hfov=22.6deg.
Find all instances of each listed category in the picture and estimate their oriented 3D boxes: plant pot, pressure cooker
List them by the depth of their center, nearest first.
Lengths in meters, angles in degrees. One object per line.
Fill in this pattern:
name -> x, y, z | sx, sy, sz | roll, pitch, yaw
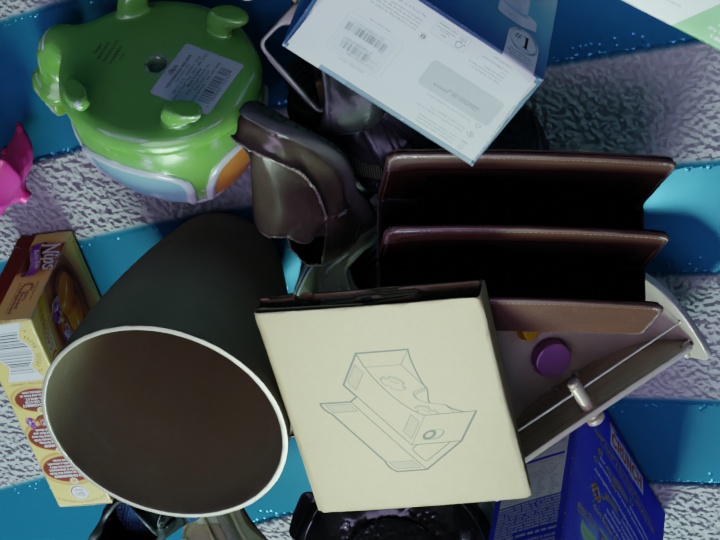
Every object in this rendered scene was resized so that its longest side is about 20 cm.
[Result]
plant pot -> -0.127, 0.051, 1.384 | 0.185, 0.201, 0.189 | 6, 130, 7
pressure cooker -> 0.039, 0.241, 1.501 | 0.177, 0.200, 0.177 | -28, 86, 5

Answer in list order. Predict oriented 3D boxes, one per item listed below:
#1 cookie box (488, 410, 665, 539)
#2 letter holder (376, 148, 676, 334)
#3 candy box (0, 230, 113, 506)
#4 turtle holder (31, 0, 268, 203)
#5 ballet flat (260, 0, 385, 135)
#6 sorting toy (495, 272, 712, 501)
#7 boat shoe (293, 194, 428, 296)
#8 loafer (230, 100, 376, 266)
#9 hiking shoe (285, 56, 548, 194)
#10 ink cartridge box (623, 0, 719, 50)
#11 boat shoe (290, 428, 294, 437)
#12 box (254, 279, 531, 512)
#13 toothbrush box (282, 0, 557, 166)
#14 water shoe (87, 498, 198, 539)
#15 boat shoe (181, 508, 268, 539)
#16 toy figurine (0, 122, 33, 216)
cookie box -> 0.177, 0.219, 1.447 | 0.075, 0.201, 0.172 | -18, 121, 26
letter holder -> 0.113, -0.020, 1.254 | 0.198, 0.102, 0.142 | 1, 167, -3
candy box -> -0.244, 0.084, 1.492 | 0.056, 0.117, 0.201 | -7, 125, 17
turtle holder -> -0.156, -0.116, 1.303 | 0.183, 0.142, 0.132 | -4, 144, 5
ballet flat -> -0.044, -0.183, 1.227 | 0.068, 0.068, 0.202 | -25, 96, -3
sorting toy -> 0.131, 0.037, 1.367 | 0.199, 0.107, 0.181 | -33, 109, -2
boat shoe -> 0.000, 0.000, 1.404 | 0.072, 0.062, 0.200 | 29, 129, -10
loafer -> -0.043, -0.052, 1.280 | 0.073, 0.071, 0.200 | 30, 171, 28
hiking shoe -> 0.039, -0.099, 1.323 | 0.198, 0.076, 0.101 | 18, 143, 6
ink cartridge box -> 0.251, -0.249, 1.136 | 0.144, 0.088, 0.201 | 25, 131, -8
boat shoe -> -0.054, 0.112, 1.499 | 0.198, 0.072, 0.073 | 17, 130, 0
box -> 0.027, 0.093, 1.277 | 0.162, 0.021, 0.201 | -5, 129, 14
toothbrush box -> 0.048, -0.186, 1.159 | 0.146, 0.201, 0.085 | 30, 129, -13
water shoe -> -0.148, 0.184, 1.483 | 0.071, 0.079, 0.200 | 44, 125, -4
boat shoe -> -0.125, 0.233, 1.544 | 0.065, 0.200, 0.073 | -27, 135, -19
toy figurine -> -0.332, -0.111, 1.368 | 0.198, 0.151, 0.185 | 9, 143, 35
